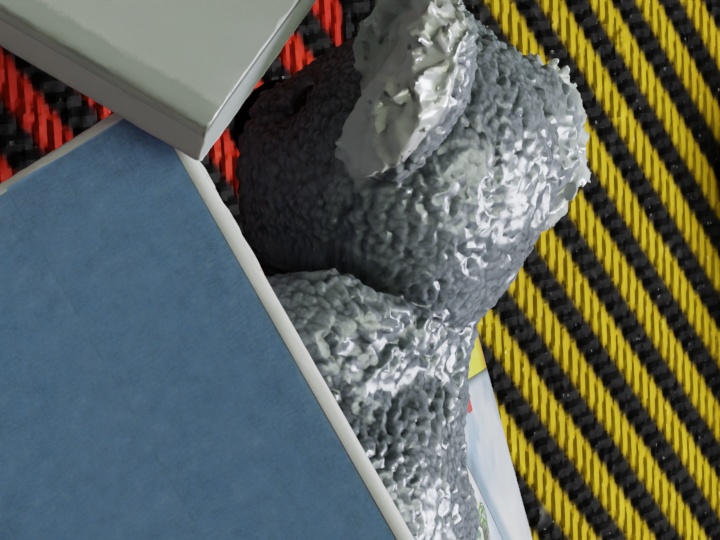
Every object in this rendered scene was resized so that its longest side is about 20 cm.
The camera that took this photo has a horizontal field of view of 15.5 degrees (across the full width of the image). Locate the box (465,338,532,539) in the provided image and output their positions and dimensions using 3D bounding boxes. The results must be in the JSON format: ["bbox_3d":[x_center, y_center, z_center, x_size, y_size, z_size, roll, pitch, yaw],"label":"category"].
[{"bbox_3d":[0.013,0.106,1.101,0.136,0.038,0.201,-38,120,-46],"label":"box"}]

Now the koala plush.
[{"bbox_3d":[0.000,0.000,0.897,0.201,0.183,0.177,-57,154,2],"label":"koala plush"}]

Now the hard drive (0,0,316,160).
[{"bbox_3d":[-0.104,-0.133,0.841,0.132,0.199,0.026,-57,174,-35],"label":"hard drive"}]

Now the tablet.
[{"bbox_3d":[-0.068,0.062,0.821,0.201,0.130,0.014,60,8,4],"label":"tablet"}]
